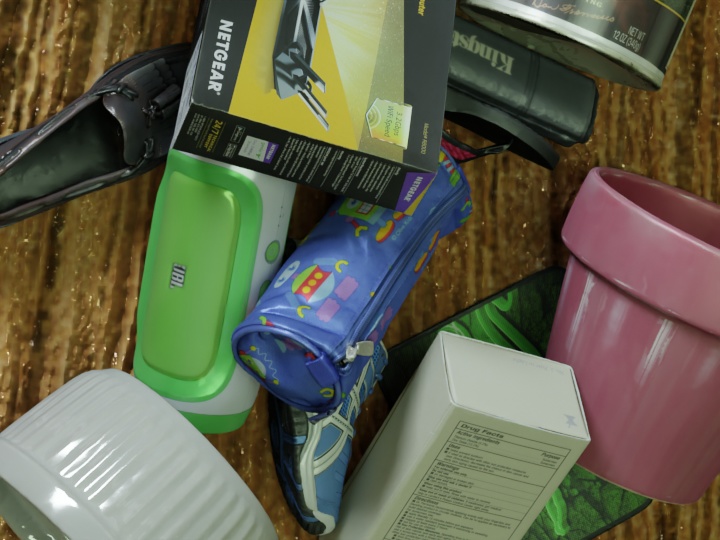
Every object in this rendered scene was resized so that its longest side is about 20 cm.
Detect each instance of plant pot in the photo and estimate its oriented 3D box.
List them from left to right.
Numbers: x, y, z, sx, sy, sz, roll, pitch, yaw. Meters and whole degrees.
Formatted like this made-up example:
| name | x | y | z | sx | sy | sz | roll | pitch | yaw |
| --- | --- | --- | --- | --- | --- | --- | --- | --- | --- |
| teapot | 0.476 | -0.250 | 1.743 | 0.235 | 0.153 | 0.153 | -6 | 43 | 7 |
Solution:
| name | x | y | z | sx | sy | sz | roll | pitch | yaw |
| --- | --- | --- | --- | --- | --- | --- | --- | --- | --- |
| plant pot | 0.208 | 0.050 | 1.429 | 0.199 | 0.200 | 0.179 | 19 | 104 | -20 |

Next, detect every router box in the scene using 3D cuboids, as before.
| name | x | y | z | sx | sy | sz | roll | pitch | yaw |
| --- | --- | --- | --- | --- | --- | --- | --- | --- | --- |
| router box | -0.023 | -0.146 | 1.321 | 0.157 | 0.052 | 0.201 | 15 | 55 | -12 |

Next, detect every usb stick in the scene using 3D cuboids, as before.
| name | x | y | z | sx | sy | sz | roll | pitch | yaw |
| --- | --- | --- | --- | --- | --- | --- | --- | --- | --- |
| usb stick | 0.073 | -0.142 | 1.429 | 0.200 | 0.033 | 0.056 | 23 | 70 | -19 |

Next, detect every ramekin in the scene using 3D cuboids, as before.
| name | x | y | z | sx | sy | sz | roll | pitch | yaw |
| --- | --- | --- | --- | --- | --- | --- | --- | --- | --- |
| ramekin | -0.142 | 0.154 | 1.323 | 0.105 | 0.200 | 0.200 | -44 | 109 | -17 |

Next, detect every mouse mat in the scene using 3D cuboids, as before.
| name | x | y | z | sx | sy | sz | roll | pitch | yaw |
| --- | --- | --- | --- | --- | --- | --- | --- | --- | --- |
| mouse mat | 0.113 | 0.115 | 1.498 | 0.161 | 0.008 | 0.201 | -27 | 105 | -13 |

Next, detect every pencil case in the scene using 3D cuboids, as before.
| name | x | y | z | sx | sy | sz | roll | pitch | yaw |
| --- | --- | --- | --- | --- | --- | --- | --- | --- | --- |
| pencil case | 0.000 | 0.000 | 1.345 | 0.200 | 0.087 | 0.078 | -54 | 133 | -31 |

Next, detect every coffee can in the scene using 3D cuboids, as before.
| name | x | y | z | sx | sy | sz | roll | pitch | yaw |
| --- | --- | --- | --- | --- | --- | --- | --- | --- | --- |
| coffee can | 0.169 | -0.238 | 1.390 | 0.146 | 0.146 | 0.201 | 22 | 91 | -20 |

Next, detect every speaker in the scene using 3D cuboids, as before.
| name | x | y | z | sx | sy | sz | roll | pitch | yaw |
| --- | --- | --- | --- | --- | --- | --- | --- | --- | --- |
| speaker | -0.094 | -0.001 | 1.358 | 0.088 | 0.088 | 0.201 | 5 | 107 | -19 |

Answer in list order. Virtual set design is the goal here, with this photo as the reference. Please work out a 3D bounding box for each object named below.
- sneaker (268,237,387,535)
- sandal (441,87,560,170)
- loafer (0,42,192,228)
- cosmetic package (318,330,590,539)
| name | x | y | z | sx | sy | sz | roll | pitch | yaw |
| --- | --- | --- | --- | --- | --- | --- | --- | --- | --- |
| sneaker | -0.019 | 0.079 | 1.411 | 0.077 | 0.076 | 0.201 | -2 | 98 | -17 |
| sandal | 0.037 | -0.103 | 1.407 | 0.199 | 0.075 | 0.045 | 23 | 85 | -12 |
| loafer | -0.167 | -0.081 | 1.346 | 0.200 | 0.063 | 0.072 | -29 | 107 | -12 |
| cosmetic package | 0.058 | 0.143 | 1.398 | 0.103 | 0.073 | 0.200 | 17 | 126 | -20 |
